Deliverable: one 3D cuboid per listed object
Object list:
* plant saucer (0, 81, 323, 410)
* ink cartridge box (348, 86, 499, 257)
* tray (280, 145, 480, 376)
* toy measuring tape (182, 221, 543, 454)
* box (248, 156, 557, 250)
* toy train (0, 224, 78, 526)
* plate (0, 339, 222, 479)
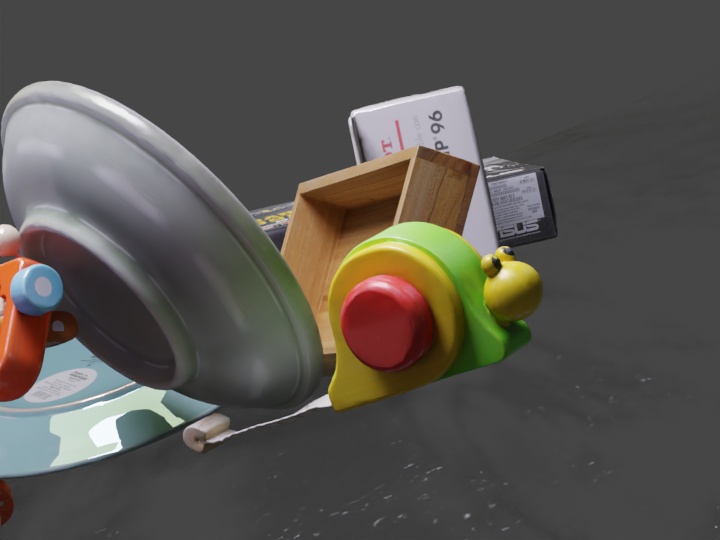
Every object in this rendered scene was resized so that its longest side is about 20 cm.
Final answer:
[{"bbox_3d":[-0.107,0.003,1.214,0.050,0.200,0.200,-46,14,-25],"label":"plant saucer"},{"bbox_3d":[0.039,-0.042,1.455,0.068,0.116,0.200,-12,4,4],"label":"ink cartridge box"},{"bbox_3d":[0.000,0.000,1.267,0.037,0.099,0.200,18,-8,-16],"label":"tray"},{"bbox_3d":[-0.007,0.025,1.131,0.200,0.074,0.074,-20,4,34],"label":"toy measuring tape"},{"bbox_3d":[0.014,-0.028,1.675,0.200,0.048,0.158,-13,7,-7],"label":"box"},{"bbox_3d":[-0.195,0.072,1.230,0.056,0.150,0.200,21,-30,-34],"label":"toy train"},{"bbox_3d":[-0.140,0.054,1.396,0.200,0.026,0.200,-15,20,5],"label":"plate"}]
